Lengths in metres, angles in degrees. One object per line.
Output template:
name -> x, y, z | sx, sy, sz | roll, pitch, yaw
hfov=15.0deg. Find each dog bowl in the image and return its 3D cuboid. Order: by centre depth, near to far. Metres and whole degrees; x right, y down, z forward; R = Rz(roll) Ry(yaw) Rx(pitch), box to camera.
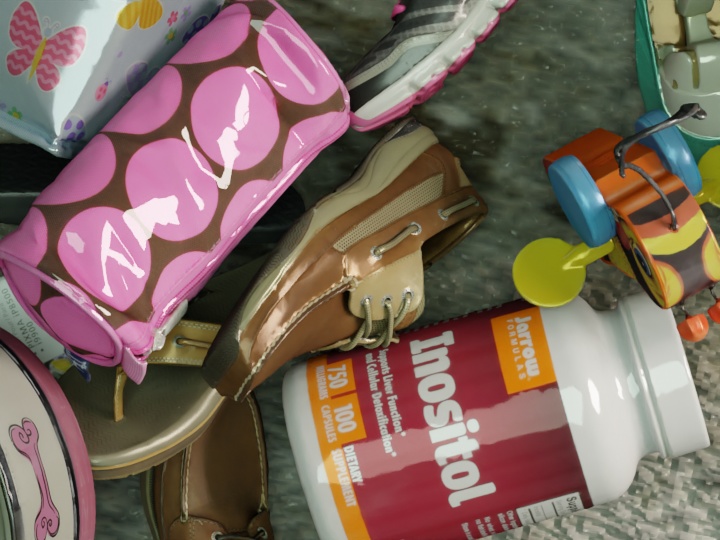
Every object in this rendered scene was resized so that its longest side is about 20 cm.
dog bowl -> -0.212, 0.109, 1.345 | 0.200, 0.074, 0.200 | 12, 109, 39

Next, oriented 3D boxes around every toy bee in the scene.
toy bee -> 0.136, -0.016, 1.334 | 0.131, 0.200, 0.109 | -25, 94, 15

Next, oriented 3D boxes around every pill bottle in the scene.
pill bottle -> 0.069, 0.075, 1.390 | 0.200, 0.113, 0.113 | -17, 93, 5

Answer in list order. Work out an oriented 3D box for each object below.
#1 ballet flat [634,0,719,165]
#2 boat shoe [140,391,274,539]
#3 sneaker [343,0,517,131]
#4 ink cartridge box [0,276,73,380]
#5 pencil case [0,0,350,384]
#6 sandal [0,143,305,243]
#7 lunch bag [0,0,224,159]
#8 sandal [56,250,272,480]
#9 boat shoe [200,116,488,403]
ballet flat -> 0.169, -0.129, 1.389 | 0.067, 0.070, 0.200 | -12, 94, 5
boat shoe -> -0.069, 0.148, 1.417 | 0.072, 0.068, 0.200 | -6, 104, -32
sneaker -> 0.044, -0.162, 1.395 | 0.087, 0.074, 0.200 | 39, 91, 0
ink cartridge box -> -0.219, 0.079, 1.442 | 0.200, 0.050, 0.109 | -26, 92, 5
pencil case -> -0.085, -0.042, 1.335 | 0.094, 0.091, 0.200 | 33, 68, 16
sandal -> -0.125, -0.031, 1.426 | 0.200, 0.075, 0.048 | 6, 120, 11
lunch bag -> -0.176, -0.163, 1.382 | 0.200, 0.127, 0.170 | 30, 95, 22
sandal -> -0.083, 0.031, 1.382 | 0.200, 0.054, 0.080 | -34, 48, -24
boat shoe -> 0.000, 0.000, 1.359 | 0.074, 0.076, 0.200 | 40, 51, 4
